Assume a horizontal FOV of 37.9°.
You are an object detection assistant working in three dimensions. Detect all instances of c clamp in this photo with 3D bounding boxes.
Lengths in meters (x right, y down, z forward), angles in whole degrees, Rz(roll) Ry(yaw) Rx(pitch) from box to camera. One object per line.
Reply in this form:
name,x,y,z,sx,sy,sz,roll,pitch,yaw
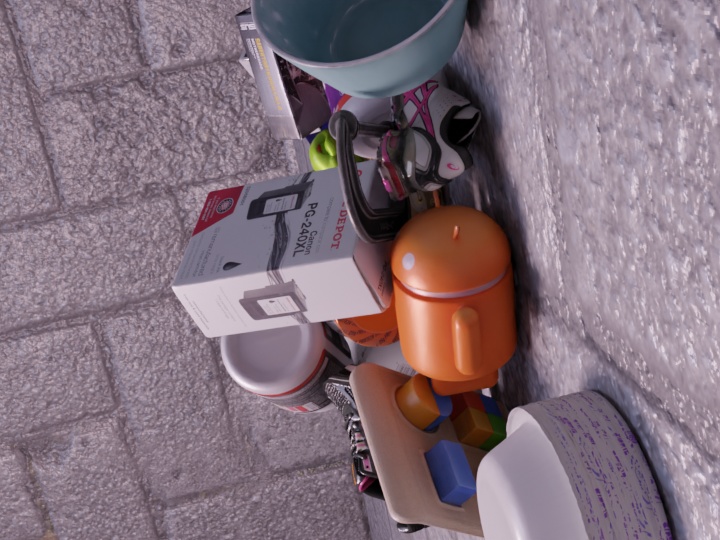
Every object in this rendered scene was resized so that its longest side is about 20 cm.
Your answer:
c clamp,0.011,-0.108,0.985,0.200,0.027,0.171,-31,-69,-70

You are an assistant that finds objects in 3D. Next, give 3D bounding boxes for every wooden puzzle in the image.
wooden puzzle,0.098,0.175,1.031,0.046,0.200,0.185,-51,39,30

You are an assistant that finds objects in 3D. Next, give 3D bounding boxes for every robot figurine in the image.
robot figurine,0.088,0.023,0.995,0.144,0.117,0.200,-45,-42,-42

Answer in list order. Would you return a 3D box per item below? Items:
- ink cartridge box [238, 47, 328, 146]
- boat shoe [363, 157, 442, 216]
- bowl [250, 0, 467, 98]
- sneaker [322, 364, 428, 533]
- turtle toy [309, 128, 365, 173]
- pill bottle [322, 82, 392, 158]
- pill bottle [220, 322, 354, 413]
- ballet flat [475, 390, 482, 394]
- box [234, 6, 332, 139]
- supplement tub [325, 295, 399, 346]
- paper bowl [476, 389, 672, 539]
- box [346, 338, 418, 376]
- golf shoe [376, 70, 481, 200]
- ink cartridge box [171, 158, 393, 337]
ink cartridge box,-0.054,-0.285,1.356,0.200,0.043,0.198,49,-124,-48
boat shoe,0.060,-0.091,1.211,0.074,0.066,0.200,85,161,-85
bowl,0.014,-0.234,0.935,0.105,0.201,0.201,52,-162,-57
sneaker,0.019,0.183,1.079,0.200,0.086,0.080,44,151,29
turtle toy,0.003,-0.120,1.326,0.200,0.101,0.146,14,-128,-48
pill bottle,0.009,-0.231,1.181,0.112,0.112,0.200,88,168,-56
pill bottle,-0.074,0.101,1.200,0.200,0.116,0.116,52,-158,-68
ballet flat,0.124,0.171,1.182,0.072,0.072,0.200,-122,13,-70
box,-0.052,-0.272,1.280,0.048,0.200,0.158,5,123,38
supplement tub,0.000,0.000,1.163,0.200,0.122,0.123,-117,15,-66
paper bowl,0.158,0.201,0.813,0.201,0.104,0.201,168,90,-82
box,0.036,0.080,1.374,0.098,0.124,0.200,-66,24,23
golf shoe,0.075,-0.139,1.005,0.200,0.092,0.073,-79,-30,-49
ink cartridge box,-0.066,-0.022,1.045,0.145,0.200,0.083,-77,-32,-43
